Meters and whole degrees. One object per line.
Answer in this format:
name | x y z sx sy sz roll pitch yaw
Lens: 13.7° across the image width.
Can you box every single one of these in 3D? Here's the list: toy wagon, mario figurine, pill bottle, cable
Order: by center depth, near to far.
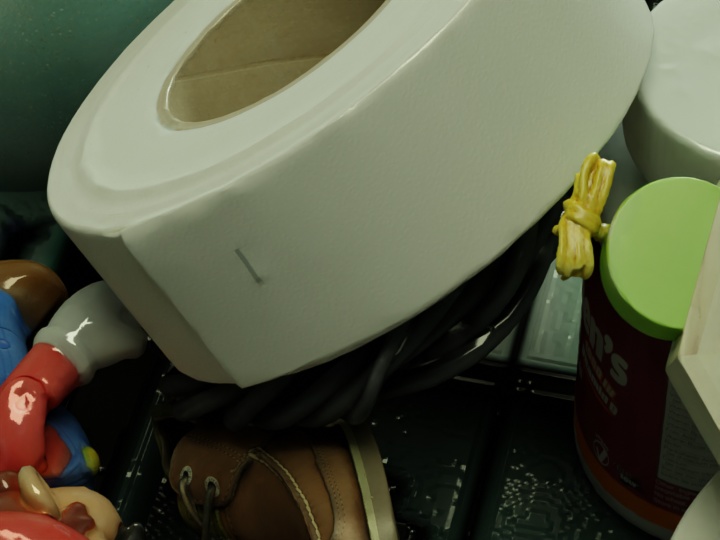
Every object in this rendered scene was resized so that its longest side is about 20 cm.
toy wagon | 0.154 0.012 0.907 0.199 0.040 0.156 17 75 1
cable | 0.000 0.000 1.023 0.163 0.051 0.200 -21 16 10
mario figurine | -0.101 0.084 1.026 0.106 0.124 0.200 -22 36 -1
pill bottle | 0.132 -0.001 1.041 0.109 0.200 0.110 0 49 0

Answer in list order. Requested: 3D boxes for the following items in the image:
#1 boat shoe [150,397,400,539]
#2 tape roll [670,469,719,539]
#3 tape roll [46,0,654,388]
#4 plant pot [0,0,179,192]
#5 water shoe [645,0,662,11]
boat shoe | -0.029 0.082 1.021 0.068 0.072 0.200 -10 12 -9
tape roll | 0.186 0.156 0.945 0.202 0.140 0.203 -1 48 1
tape roll | -0.005 -0.056 0.985 0.202 0.071 0.203 -30 25 16
plant pot | -0.092 -0.125 1.137 0.134 0.201 0.201 3 48 17
water shoe | 0.128 -0.115 1.137 0.199 0.072 0.079 -18 54 -10
